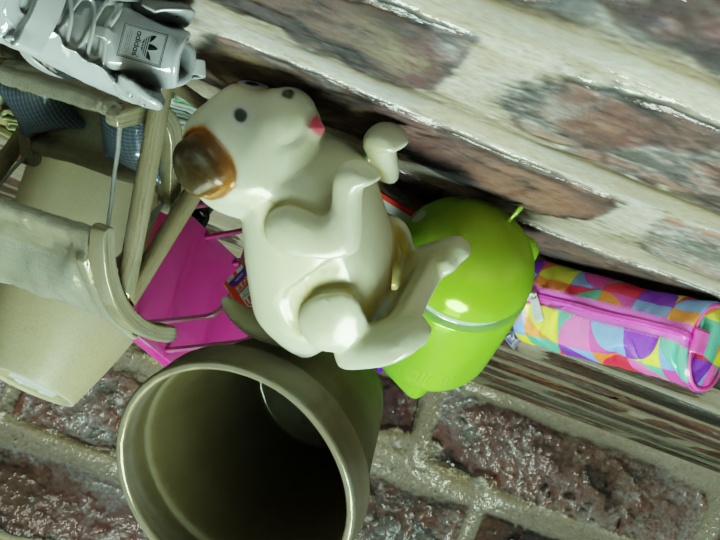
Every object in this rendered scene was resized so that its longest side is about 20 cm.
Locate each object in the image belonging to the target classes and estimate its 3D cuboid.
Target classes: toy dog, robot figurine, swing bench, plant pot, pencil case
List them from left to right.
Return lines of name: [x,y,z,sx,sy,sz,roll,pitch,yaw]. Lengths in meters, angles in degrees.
swing bench: [-0.214,-0.073,1.053,0.198,0.201,0.130,16,173,29]
plant pot: [-0.275,0.021,1.365,0.187,0.201,0.187,20,162,7]
plant pot: [-0.066,0.128,1.125,0.199,0.201,0.174,18,-152,15]
toy dog: [-0.043,-0.045,1.004,0.194,0.140,0.200,-12,119,42]
robot figurine: [0.070,0.020,1.155,0.116,0.175,0.200,49,146,17]
pencil case: [0.224,0.046,1.251,0.200,0.089,0.088,13,171,36]

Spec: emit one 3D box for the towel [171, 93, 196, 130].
towel: [-0.167,-0.124,1.247,0.149,0.031,0.200,26,171,-40]

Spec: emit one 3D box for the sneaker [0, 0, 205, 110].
sneaker: [-0.167,-0.151,0.837,0.115,0.075,0.200,18,178,16]

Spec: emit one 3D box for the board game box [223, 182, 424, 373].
board game box: [0.000,0.000,1.232,0.200,0.152,0.046,27,-160,-50]

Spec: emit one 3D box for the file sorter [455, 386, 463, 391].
file sorter: [0.038,0.039,1.571,0.199,0.125,0.139,19,173,11]

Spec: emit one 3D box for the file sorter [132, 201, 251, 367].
file sorter: [-0.097,0.040,1.316,0.125,0.139,0.200,-7,143,35]

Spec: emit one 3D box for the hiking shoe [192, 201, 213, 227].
hiking shoe: [-0.197,-0.063,1.494,0.101,0.076,0.200,37,-168,20]

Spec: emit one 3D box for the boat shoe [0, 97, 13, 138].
boat shoe: [-0.311,-0.131,1.372,0.073,0.063,0.201,6,160,23]

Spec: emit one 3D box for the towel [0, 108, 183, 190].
towel: [-0.216,-0.108,1.304,0.200,0.037,0.148,22,176,-44]
